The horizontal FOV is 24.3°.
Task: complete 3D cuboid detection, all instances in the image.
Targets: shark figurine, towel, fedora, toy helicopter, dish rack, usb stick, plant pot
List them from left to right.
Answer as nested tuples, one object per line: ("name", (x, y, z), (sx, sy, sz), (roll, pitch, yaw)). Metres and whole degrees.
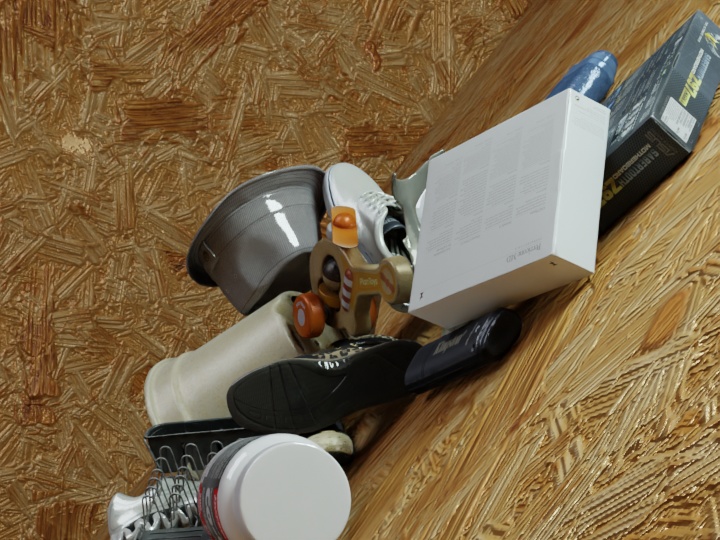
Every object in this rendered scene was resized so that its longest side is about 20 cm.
("dish rack", (-0.148, 0.216, 1.650), (0.152, 0.055, 0.200), (-7, 24, 7))
("plant pot", (-0.102, 0.128, 1.825), (0.183, 0.201, 0.201), (-40, 8, 23))
("fedora", (-0.097, -0.018, 1.833), (0.176, 0.091, 0.200), (-13, -27, -37))
("toy helicopter", (0.000, 0.000, 1.675), (0.078, 0.134, 0.199), (-5, 2, -27))
("shark figurine", (0.093, -0.003, 1.597), (0.089, 0.215, 0.129), (-12, -42, -18))
("usb stick", (0.087, 0.072, 1.469), (0.056, 0.033, 0.200), (-50, 6, -21))
("towel", (0.221, -0.163, 1.928), (0.200, 0.048, 0.112), (-50, 5, -14))

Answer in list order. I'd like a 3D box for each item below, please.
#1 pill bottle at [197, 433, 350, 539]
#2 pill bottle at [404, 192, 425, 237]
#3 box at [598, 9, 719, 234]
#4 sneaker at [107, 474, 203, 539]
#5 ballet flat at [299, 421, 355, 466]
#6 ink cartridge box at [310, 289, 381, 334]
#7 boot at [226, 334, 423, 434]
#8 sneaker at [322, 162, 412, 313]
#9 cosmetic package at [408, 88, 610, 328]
("pill bottle", (-0.076, 0.201, 1.470), (0.114, 0.114, 0.200), (-50, 5, -14))
("pill bottle", (0.095, -0.049, 1.821), (0.112, 0.111, 0.200), (-51, 6, -18))
("box", (0.241, -0.121, 1.458), (0.158, 0.051, 0.200), (-45, 8, 40))
("sneaker", (-0.169, 0.241, 1.735), (0.198, 0.081, 0.076), (-15, -44, -10))
("ballet flat", (-0.042, 0.165, 1.661), (0.200, 0.066, 0.058), (155, 119, -83))
("ink cartridge box", (-0.014, 0.018, 1.928), (0.109, 0.050, 0.202), (-7, -70, -67))
("boot", (-0.031, 0.108, 1.660), (0.198, 0.074, 0.151), (-17, 2, -1))
("sneaker", (0.026, -0.050, 1.759), (0.072, 0.201, 0.071), (-13, -36, -31))
("cosmetic package", (0.124, -0.048, 1.422), (0.199, 0.051, 0.152), (-24, 49, 53))
